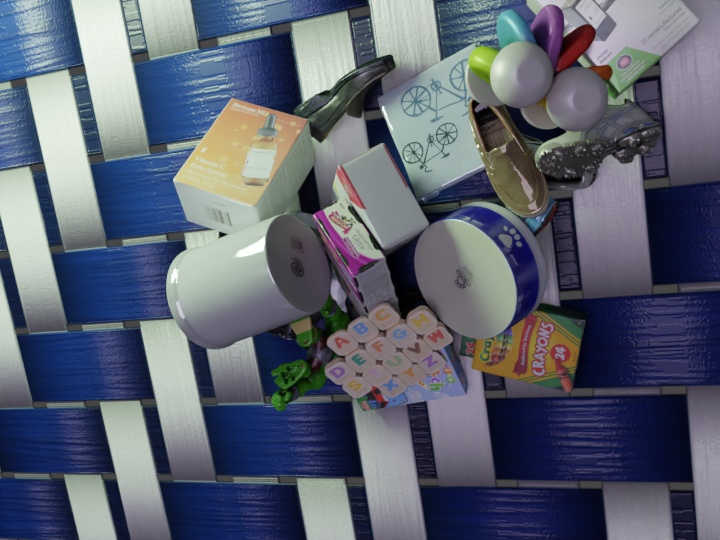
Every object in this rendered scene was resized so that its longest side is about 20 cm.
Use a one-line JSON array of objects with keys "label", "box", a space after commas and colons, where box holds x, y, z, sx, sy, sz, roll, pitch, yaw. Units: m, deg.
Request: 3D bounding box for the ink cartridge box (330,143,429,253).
[{"label": "ink cartridge box", "box": [0.025, -0.100, 1.290, 0.083, 0.200, 0.146, -29, 88, -8]}]

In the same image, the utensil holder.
[{"label": "utensil holder", "box": [-0.170, 0.019, 1.260, 0.199, 0.170, 0.171, -19, 96, 31]}]

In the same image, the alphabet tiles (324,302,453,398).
[{"label": "alphabet tiles", "box": [0.046, 0.134, 1.302, 0.200, 0.015, 0.196, -33, 130, 14]}]

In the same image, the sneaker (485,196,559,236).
[{"label": "sneaker", "box": [0.226, -0.069, 1.283, 0.096, 0.079, 0.200, 45, 133, 9]}]

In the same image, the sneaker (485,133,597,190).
[{"label": "sneaker", "box": [0.263, -0.168, 1.255, 0.199, 0.088, 0.074, 13, 109, 18]}]

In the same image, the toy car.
[{"label": "toy car", "box": [0.248, -0.279, 1.099, 0.199, 0.175, 0.151, 20, 99, -12]}]

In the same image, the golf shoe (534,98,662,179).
[{"label": "golf shoe", "box": [0.335, -0.198, 1.193, 0.078, 0.199, 0.098, 102, 151, -57]}]

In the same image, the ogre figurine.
[{"label": "ogre figurine", "box": [-0.075, 0.133, 1.336, 0.098, 0.120, 0.201, 4, 86, 28]}]

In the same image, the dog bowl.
[{"label": "dog bowl", "box": [0.180, 0.001, 1.249, 0.200, 0.079, 0.201, 26, 129, 37]}]

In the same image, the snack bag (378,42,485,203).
[{"label": "snack bag", "box": [0.140, -0.231, 1.283, 0.188, 0.021, 0.201, -26, 76, 22]}]

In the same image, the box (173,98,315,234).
[{"label": "box", "box": [-0.187, -0.166, 1.349, 0.152, 0.201, 0.107, 17, 149, 15]}]

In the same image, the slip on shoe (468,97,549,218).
[{"label": "slip on shoe", "box": [0.213, -0.170, 1.190, 0.076, 0.061, 0.201, -24, 78, 21]}]

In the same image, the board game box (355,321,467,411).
[{"label": "board game box", "box": [0.067, 0.169, 1.404, 0.199, 0.037, 0.152, -14, 125, 22]}]

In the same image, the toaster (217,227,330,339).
[{"label": "toaster", "box": [-0.159, -0.001, 1.417, 0.180, 0.119, 0.201, 15, 108, 24]}]

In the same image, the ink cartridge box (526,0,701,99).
[{"label": "ink cartridge box", "box": [0.356, -0.371, 1.161, 0.145, 0.084, 0.200, -43, 86, 13]}]

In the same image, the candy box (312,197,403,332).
[{"label": "candy box", "box": [0.000, 0.000, 1.276, 0.061, 0.200, 0.137, -29, 58, -7]}]

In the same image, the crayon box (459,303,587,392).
[{"label": "crayon box", "box": [0.263, 0.114, 1.343, 0.199, 0.051, 0.128, 11, 107, 18]}]

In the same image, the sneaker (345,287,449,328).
[{"label": "sneaker", "box": [0.074, 0.078, 1.397, 0.199, 0.073, 0.082, 5, 128, 9]}]

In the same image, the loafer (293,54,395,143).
[{"label": "loafer", "box": [-0.016, -0.285, 1.342, 0.200, 0.073, 0.072, -27, 100, 33]}]

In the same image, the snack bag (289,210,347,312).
[{"label": "snack bag", "box": [-0.052, -0.004, 1.446, 0.199, 0.021, 0.190, 15, 108, 16]}]
